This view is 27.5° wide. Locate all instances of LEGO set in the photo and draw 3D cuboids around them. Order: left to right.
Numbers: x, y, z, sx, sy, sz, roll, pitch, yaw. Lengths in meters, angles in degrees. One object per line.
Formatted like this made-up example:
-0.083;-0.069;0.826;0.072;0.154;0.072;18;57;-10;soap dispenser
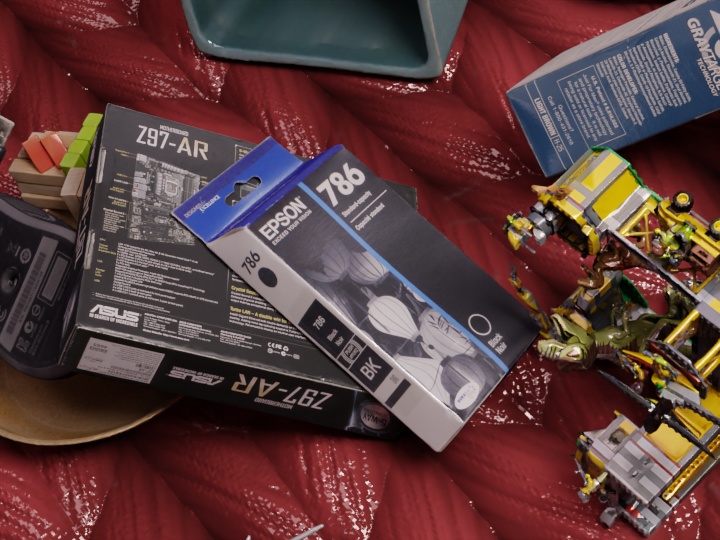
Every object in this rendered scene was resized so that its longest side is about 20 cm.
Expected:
0.125;0.046;0.736;0.116;0.200;0.154;-43;72;-11;LEGO set

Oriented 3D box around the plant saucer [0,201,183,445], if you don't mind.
-0.160;0.031;0.923;0.199;0.036;0.201;-9;51;11;plant saucer

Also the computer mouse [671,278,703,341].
0.250;0.048;0.783;0.199;0.034;0.059;26;65;32;computer mouse

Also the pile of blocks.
-0.147;-0.055;0.923;0.200;0.062;0.082;32;68;34;pile of blocks

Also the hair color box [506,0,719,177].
0.194;-0.125;0.843;0.199;0.061;0.100;-22;10;35;hair color box

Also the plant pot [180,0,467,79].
-0.012;-0.280;1.024;0.195;0.196;0.200;9;48;23;plant pot

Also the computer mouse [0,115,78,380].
-0.203;-0.001;0.895;0.200;0.053;0.139;32;96;36;computer mouse

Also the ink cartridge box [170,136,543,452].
0.000;0.000;0.819;0.200;0.039;0.099;40;48;6;ink cartridge box

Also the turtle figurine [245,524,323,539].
-0.054;0.229;0.697;0.200;0.101;0.150;-46;38;0;turtle figurine

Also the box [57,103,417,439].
-0.063;0.000;0.841;0.199;0.044;0.161;14;50;-18;box
